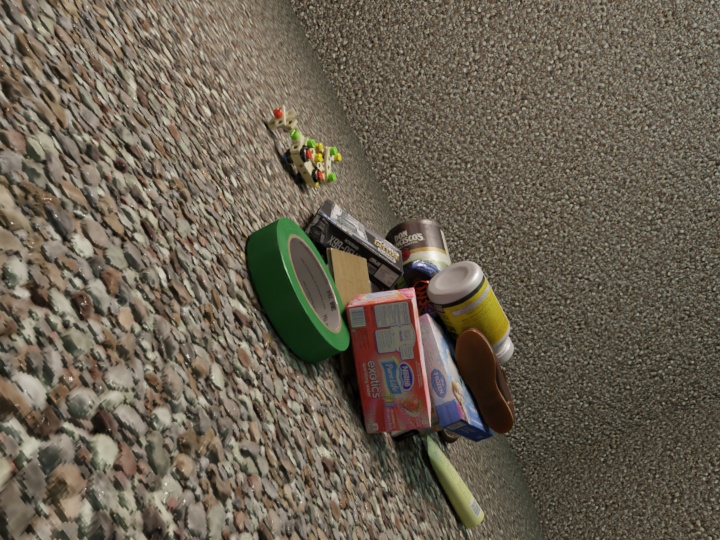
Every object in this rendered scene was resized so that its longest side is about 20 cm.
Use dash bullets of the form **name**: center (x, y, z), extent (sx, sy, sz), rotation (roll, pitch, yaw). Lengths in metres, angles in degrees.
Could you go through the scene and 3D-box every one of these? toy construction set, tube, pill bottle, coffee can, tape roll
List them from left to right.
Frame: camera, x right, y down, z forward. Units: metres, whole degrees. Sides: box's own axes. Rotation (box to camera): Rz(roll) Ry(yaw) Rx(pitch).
- **tape roll**: center (-0.081, 0.026, 0.709), extent (0.201, 0.048, 0.201), rotation (61, 12, -22)
- **toy construction set**: center (-0.112, -0.253, 1.082), extent (0.200, 0.092, 0.131), rotation (43, 47, -43)
- **coffee can**: center (0.144, 0.001, 1.211), extent (0.146, 0.146, 0.200), rotation (50, 26, -53)
- **tube**: center (0.188, 0.441, 1.076), extent (0.200, 0.052, 0.058), rotation (60, -30, -9)
- **pill bottle**: center (0.220, 0.091, 1.003), extent (0.200, 0.112, 0.112), rotation (57, 12, -21)

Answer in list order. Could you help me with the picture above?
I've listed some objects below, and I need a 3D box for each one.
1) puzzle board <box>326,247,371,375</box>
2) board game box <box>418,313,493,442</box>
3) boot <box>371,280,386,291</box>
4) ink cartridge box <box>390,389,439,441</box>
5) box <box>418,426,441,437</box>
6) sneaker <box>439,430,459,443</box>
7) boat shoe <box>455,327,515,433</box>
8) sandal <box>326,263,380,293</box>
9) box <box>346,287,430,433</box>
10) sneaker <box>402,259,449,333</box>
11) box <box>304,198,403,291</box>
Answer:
- **puzzle board**: center (-0.012, 0.070, 0.869), extent (0.151, 0.017, 0.201), rotation (15, 66, -67)
- **board game box**: center (0.171, 0.204, 0.960), extent (0.200, 0.043, 0.199), rotation (40, 29, -53)
- **boot**: center (0.000, 0.000, 1.093), extent (0.074, 0.075, 0.200), rotation (38, 27, -63)
- **ink cartridge box**: center (0.082, 0.206, 0.957), extent (0.037, 0.095, 0.200), rotation (52, 16, -46)
- **box**: center (0.156, 0.236, 1.170), extent (0.200, 0.122, 0.193), rotation (65, 11, 3)
- **sneaker**: center (0.210, 0.352, 1.349), extent (0.076, 0.070, 0.200), rotation (95, -10, -56)
- **boat shoe**: center (0.231, 0.198, 0.955), extent (0.070, 0.070, 0.200), rotation (-29, 101, -66)
- **sandal**: center (-0.013, 0.045, 0.977), extent (0.050, 0.083, 0.203), rotation (15, -28, 42)
- **box**: center (0.048, 0.136, 0.798), extent (0.095, 0.102, 0.201), rotation (-46, 127, -78)
- **sneaker**: center (0.146, 0.060, 1.054), extent (0.200, 0.075, 0.079), rotation (54, 26, -28)
- **box**: center (-0.008, -0.056, 1.028), extent (0.200, 0.050, 0.158), rotation (35, 17, -8)
